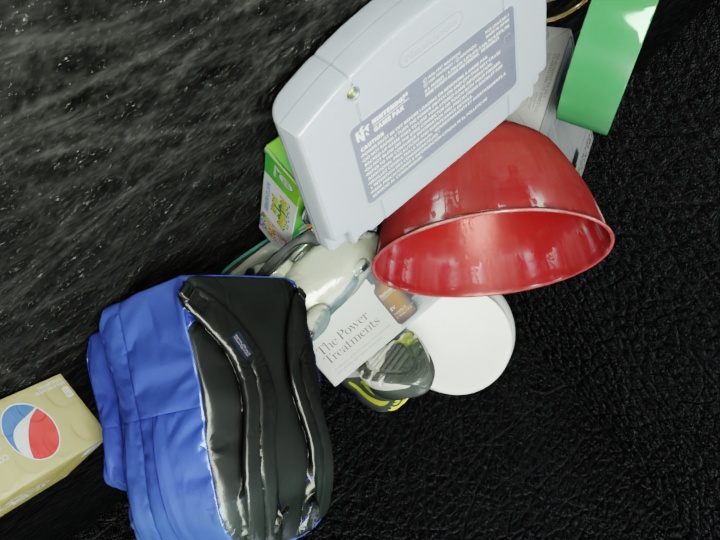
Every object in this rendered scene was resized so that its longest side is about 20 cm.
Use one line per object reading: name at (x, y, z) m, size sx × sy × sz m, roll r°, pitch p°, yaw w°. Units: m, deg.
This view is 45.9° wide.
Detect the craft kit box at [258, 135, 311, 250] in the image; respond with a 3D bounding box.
craft kit box at (0.010, -0.106, 0.680) m, size 0.200 × 0.049 × 0.198 m, roll -39°, pitch 172°, yaw -14°

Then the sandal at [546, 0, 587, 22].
sandal at (0.141, -0.214, 0.621) m, size 0.080 × 0.054 × 0.200 m, roll -43°, pitch 174°, yaw 29°

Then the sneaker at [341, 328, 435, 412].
sneaker at (0.034, 0.115, 0.934) m, size 0.074 × 0.085 × 0.200 m, roll -46°, pitch -162°, yaw -17°

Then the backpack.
backpack at (-0.113, 0.119, 0.660) m, size 0.168 × 0.201 × 0.162 m, roll -22°, pitch 168°, yaw 34°

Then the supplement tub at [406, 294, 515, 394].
supplement tub at (0.111, 0.069, 1.042) m, size 0.144 × 0.144 × 0.200 m, roll -40°, pitch -176°, yaw 5°

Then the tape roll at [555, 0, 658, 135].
tape roll at (0.219, -0.216, 0.706) m, size 0.200 × 0.048 × 0.201 m, roll 20°, pitch 90°, yaw -78°

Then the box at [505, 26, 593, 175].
box at (0.178, -0.136, 0.842) m, size 0.117 × 0.060 × 0.200 m, roll -69°, pitch 154°, yaw -15°

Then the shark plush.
shark plush at (-0.024, 0.000, 0.787) m, size 0.200 × 0.091 × 0.083 m, roll -48°, pitch 157°, yaw -19°

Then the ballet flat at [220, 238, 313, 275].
ballet flat at (-0.042, -0.032, 0.813) m, size 0.200 × 0.069 × 0.069 m, roll -40°, pitch 175°, yaw 2°

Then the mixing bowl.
mixing bowl at (0.105, -0.057, 0.723) m, size 0.200 × 0.109 × 0.200 m, roll -3°, pitch 160°, yaw -1°

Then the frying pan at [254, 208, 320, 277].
frying pan at (-0.022, -0.043, 0.627) m, size 0.190 × 0.031 × 0.115 m, roll -44°, pitch 173°, yaw 9°

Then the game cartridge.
game cartridge at (0.037, -0.114, 0.523) m, size 0.200 × 0.041 × 0.133 m, roll -40°, pitch 151°, yaw -17°

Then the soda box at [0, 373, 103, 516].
soda box at (-0.276, 0.144, 0.608) m, size 0.064 × 0.068 × 0.200 m, roll -41°, pitch 175°, yaw 20°

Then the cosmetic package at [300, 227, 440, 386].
cosmetic package at (0.000, 0.000, 0.892) m, size 0.200 × 0.151 × 0.052 m, roll -40°, pitch -163°, yaw -1°
